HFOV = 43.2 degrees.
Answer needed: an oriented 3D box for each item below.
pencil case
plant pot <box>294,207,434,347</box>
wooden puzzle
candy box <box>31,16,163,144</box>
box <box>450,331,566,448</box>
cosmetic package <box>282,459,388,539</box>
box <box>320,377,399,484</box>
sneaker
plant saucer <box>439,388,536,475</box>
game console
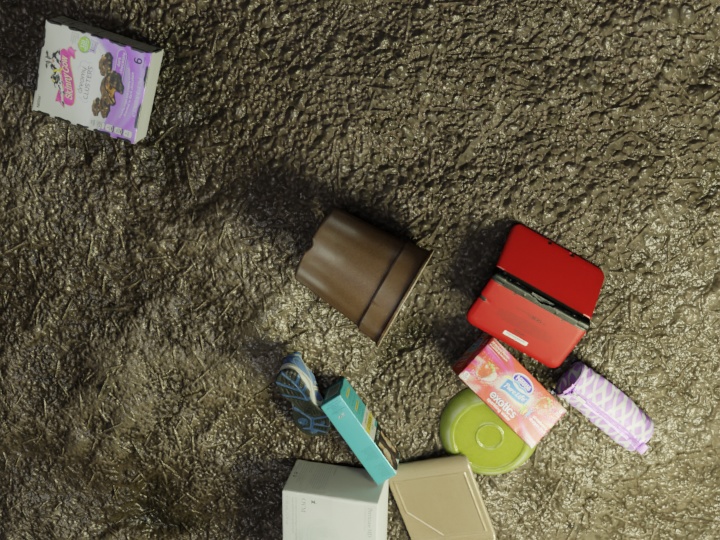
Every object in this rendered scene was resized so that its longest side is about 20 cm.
[{"bbox_3d":[0.460,0.256,1.715,0.199,0.086,0.084,36,108,-7],"label":"pencil case"},{"bbox_3d":[0.000,0.000,1.635,0.197,0.200,0.202,31,110,3],"label":"plant pot"},{"bbox_3d":[0.164,0.473,1.845,0.183,0.037,0.203,-14,103,24],"label":"wooden puzzle"},{"bbox_3d":[-0.471,-0.341,1.630,0.197,0.072,0.170,17,111,0],"label":"candy box"},{"bbox_3d":[0.275,0.221,1.702,0.200,0.095,0.100,45,89,-5],"label":"box"},{"bbox_3d":[-0.050,0.510,1.840,0.197,0.123,0.202,4,111,10],"label":"cosmetic package"},{"bbox_3d":[0.001,0.316,1.795,0.049,0.082,0.201,-32,103,16],"label":"box"},{"bbox_3d":[-0.104,0.246,1.792,0.075,0.078,0.202,-8,126,13],"label":"sneaker"},{"bbox_3d":[0.254,0.322,1.793,0.197,0.031,0.203,3,110,7],"label":"plant saucer"},{"bbox_3d":[0.318,0.047,1.662,0.198,0.119,0.173,28,122,-3],"label":"game console"}]
